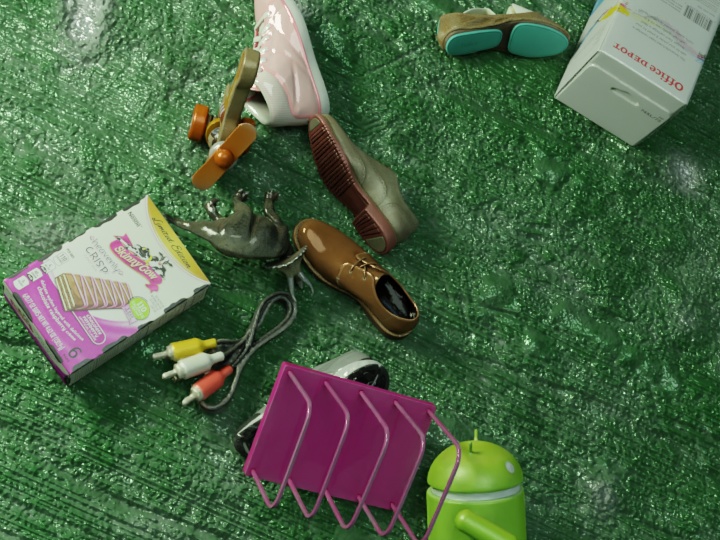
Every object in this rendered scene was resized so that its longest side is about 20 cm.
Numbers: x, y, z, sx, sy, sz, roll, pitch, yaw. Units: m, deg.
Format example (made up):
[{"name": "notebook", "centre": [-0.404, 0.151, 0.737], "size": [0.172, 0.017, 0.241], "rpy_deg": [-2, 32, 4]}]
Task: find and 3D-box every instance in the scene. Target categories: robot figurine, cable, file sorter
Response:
[{"name": "robot figurine", "centre": [0.136, 0.292, 1.356], "size": [0.115, 0.175, 0.201], "rpy_deg": [-2, 94, 8]}, {"name": "cable", "centre": [-0.145, 0.097, 1.384], "size": [0.199, 0.050, 0.097], "rpy_deg": [-30, 81, -24]}, {"name": "file sorter", "centre": [-0.007, 0.212, 1.305], "size": [0.199, 0.125, 0.140], "rpy_deg": [18, 100, -21]}]

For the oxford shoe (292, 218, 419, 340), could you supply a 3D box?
[{"name": "oxford shoe", "centre": [0.000, 0.000, 1.454], "size": [0.200, 0.071, 0.071], "rpy_deg": [40, 67, 0]}]

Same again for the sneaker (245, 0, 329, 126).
[{"name": "sneaker", "centre": [-0.120, -0.278, 1.504], "size": [0.104, 0.075, 0.201], "rpy_deg": [-17, 82, -27]}]

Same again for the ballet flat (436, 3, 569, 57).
[{"name": "ballet flat", "centre": [0.199, -0.345, 1.643], "size": [0.199, 0.068, 0.073], "rpy_deg": [-6, 55, -15]}]

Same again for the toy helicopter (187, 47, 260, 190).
[{"name": "toy helicopter", "centre": [-0.158, -0.183, 1.392], "size": [0.078, 0.200, 0.133], "rpy_deg": [15, 51, -12]}]

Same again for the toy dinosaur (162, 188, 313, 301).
[{"name": "toy dinosaur", "centre": [-0.137, -0.046, 1.400], "size": [0.199, 0.077, 0.103], "rpy_deg": [20, 35, -32]}]

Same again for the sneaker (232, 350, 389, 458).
[{"name": "sneaker", "centre": [-0.062, 0.163, 1.385], "size": [0.199, 0.079, 0.074], "rpy_deg": [-29, 118, -10]}]

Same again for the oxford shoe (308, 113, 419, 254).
[{"name": "oxford shoe", "centre": [0.003, -0.121, 1.500], "size": [0.075, 0.070, 0.201], "rpy_deg": [-32, 94, -28]}]

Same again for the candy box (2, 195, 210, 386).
[{"name": "candy box", "centre": [-0.296, 0.022, 1.357], "size": [0.200, 0.061, 0.137], "rpy_deg": [-35, 84, -25]}]

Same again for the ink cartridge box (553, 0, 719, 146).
[{"name": "ink cartridge box", "centre": [0.397, -0.314, 1.641], "size": [0.146, 0.146, 0.201], "rpy_deg": [30, 66, -6]}]
